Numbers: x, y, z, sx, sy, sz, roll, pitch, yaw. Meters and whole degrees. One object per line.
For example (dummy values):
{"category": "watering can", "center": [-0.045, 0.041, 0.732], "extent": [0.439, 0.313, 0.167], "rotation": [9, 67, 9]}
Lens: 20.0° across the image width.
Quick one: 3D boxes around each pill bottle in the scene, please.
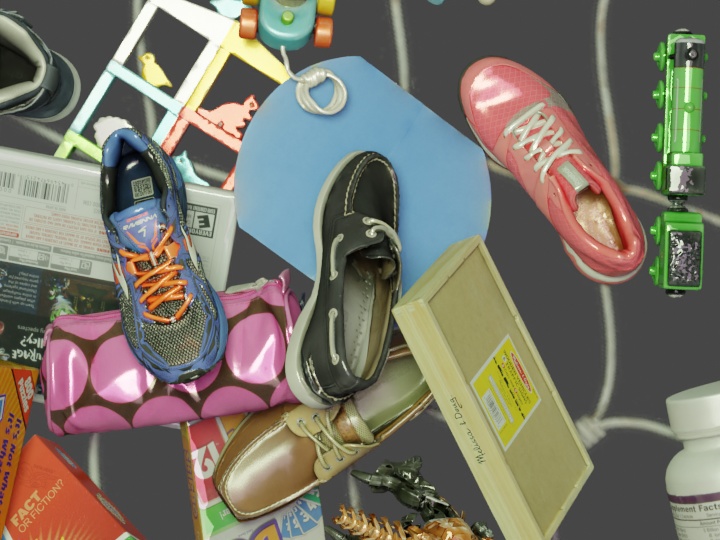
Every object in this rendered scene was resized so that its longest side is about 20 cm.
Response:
{"category": "pill bottle", "center": [0.285, 0.182, 1.490], "extent": [0.111, 0.112, 0.202], "rotation": [-13, 90, -1]}

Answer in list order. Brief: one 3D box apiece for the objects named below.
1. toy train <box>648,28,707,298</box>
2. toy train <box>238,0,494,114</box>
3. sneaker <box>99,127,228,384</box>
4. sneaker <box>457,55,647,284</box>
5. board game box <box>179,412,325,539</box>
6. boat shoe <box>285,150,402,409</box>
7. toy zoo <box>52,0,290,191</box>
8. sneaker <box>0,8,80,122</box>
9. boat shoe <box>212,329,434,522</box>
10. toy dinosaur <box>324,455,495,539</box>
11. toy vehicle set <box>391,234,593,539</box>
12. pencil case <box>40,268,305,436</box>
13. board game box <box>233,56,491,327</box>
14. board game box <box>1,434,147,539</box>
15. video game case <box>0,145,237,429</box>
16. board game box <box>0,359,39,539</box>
{"category": "toy train", "center": [0.238, -0.080, 1.516], "extent": [0.041, 0.056, 0.202], "rotation": [1, 90, -1]}
{"category": "toy train", "center": [0.004, -0.215, 1.490], "extent": [0.150, 0.056, 0.200], "rotation": [43, 70, 9]}
{"category": "sneaker", "center": [-0.147, -0.012, 1.416], "extent": [0.075, 0.079, 0.201], "rotation": [-22, 64, 1]}
{"category": "sneaker", "center": [0.149, -0.080, 1.500], "extent": [0.074, 0.087, 0.201], "rotation": [-38, 90, -1]}
{"category": "board game box", "center": [-0.074, 0.200, 1.517], "extent": [0.095, 0.030, 0.202], "rotation": [-8, 93, -18]}
{"category": "boat shoe", "center": [0.000, 0.000, 1.431], "extent": [0.074, 0.060, 0.201], "rotation": [35, 56, -29]}
{"category": "toy zoo", "center": [-0.135, -0.117, 1.529], "extent": [0.131, 0.020, 0.201], "rotation": [32, 91, -1]}
{"category": "sneaker", "center": [-0.309, -0.157, 1.467], "extent": [0.200, 0.146, 0.078], "rotation": [11, 92, 1]}
{"category": "boat shoe", "center": [-0.019, 0.108, 1.485], "extent": [0.199, 0.074, 0.076], "rotation": [-37, 98, -14]}
{"category": "toy dinosaur", "center": [0.053, 0.196, 1.471], "extent": [0.102, 0.135, 0.200], "rotation": [-47, 133, -15]}
{"category": "toy vehicle set", "center": [0.098, 0.087, 1.468], "extent": [0.026, 0.124, 0.201], "rotation": [-21, 101, 30]}
{"category": "pencil case", "center": [-0.134, 0.061, 1.466], "extent": [0.198, 0.091, 0.094], "rotation": [-10, 110, 5]}
{"category": "board game box", "center": [-0.001, -0.058, 1.516], "extent": [0.199, 0.039, 0.159], "rotation": [35, 76, -13]}
{"category": "board game box", "center": [-0.217, 0.242, 1.478], "extent": [0.200, 0.040, 0.153], "rotation": [41, 90, 26]}
{"category": "video game case", "center": [-0.200, 0.013, 1.514], "extent": [0.198, 0.023, 0.184], "rotation": [11, 100, -1]}
{"category": "board game box", "center": [-0.373, 0.139, 1.410], "extent": [0.198, 0.200, 0.202], "rotation": [13, 90, 21]}
